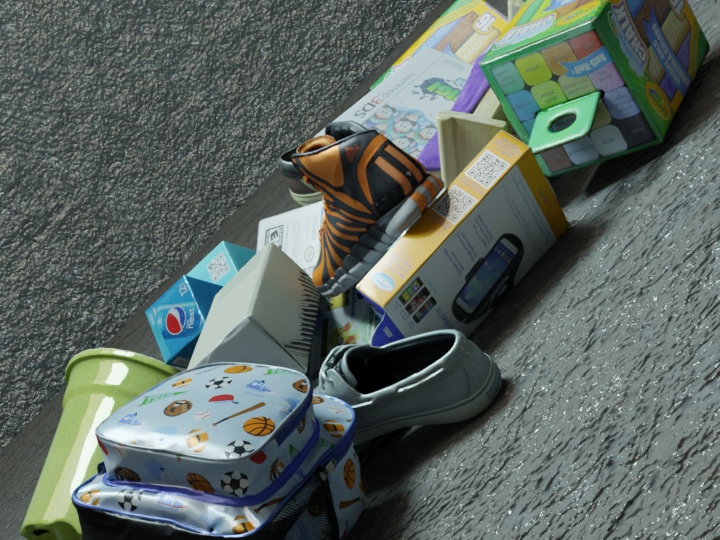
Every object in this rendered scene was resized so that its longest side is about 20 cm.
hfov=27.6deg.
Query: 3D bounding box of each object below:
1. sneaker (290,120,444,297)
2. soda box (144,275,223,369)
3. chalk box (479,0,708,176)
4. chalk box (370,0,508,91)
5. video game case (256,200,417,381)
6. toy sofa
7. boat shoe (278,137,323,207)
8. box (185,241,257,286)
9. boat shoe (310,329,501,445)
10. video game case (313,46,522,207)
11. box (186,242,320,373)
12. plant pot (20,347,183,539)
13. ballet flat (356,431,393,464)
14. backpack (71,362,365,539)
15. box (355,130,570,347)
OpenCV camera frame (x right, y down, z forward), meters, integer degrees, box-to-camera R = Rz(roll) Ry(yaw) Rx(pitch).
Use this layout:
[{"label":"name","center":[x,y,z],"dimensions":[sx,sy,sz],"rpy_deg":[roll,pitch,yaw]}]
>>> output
[{"label":"sneaker","center":[-0.014,-0.060,1.234],"dimensions":[0.078,0.112,0.200],"rpy_deg":[-47,0,-38]},{"label":"soda box","center":[-0.125,0.067,1.513],"dimensions":[0.064,0.068,0.200],"rpy_deg":[-40,-31,21]},{"label":"chalk box","center":[0.194,-0.172,1.252],"dimensions":[0.124,0.124,0.200],"rpy_deg":[-16,27,40]},{"label":"chalk box","center":[0.105,-0.176,1.586],"dimensions":[0.200,0.124,0.124],"rpy_deg":[-44,47,2]},{"label":"video game case","center":[-0.026,0.025,1.334],"dimensions":[0.181,0.022,0.201],"rpy_deg":[-16,59,34]},{"label":"toy sofa","center":[0.122,-0.166,1.367],"dimensions":[0.083,0.097,0.200],"rpy_deg":[83,-151,-43]},{"label":"boat shoe","center":[0.011,-0.124,1.481],"dimensions":[0.200,0.066,0.072],"rpy_deg":[-20,44,16]},{"label":"box","center":[-0.103,0.030,1.595],"dimensions":[0.082,0.049,0.200],"rpy_deg":[-41,-32,22]},{"label":"boat shoe","center":[0.008,0.083,1.111],"dimensions":[0.200,0.072,0.070],"rpy_deg":[-16,37,32]},{"label":"video game case","center":[0.086,-0.133,1.413],"dimensions":[0.182,0.199,0.024],"rpy_deg":[-41,-36,-31]},{"label":"box","center":[-0.087,0.051,1.239],"dimensions":[0.082,0.068,0.200],"rpy_deg":[-44,12,15]},{"label":"plant pot","center":[-0.242,0.211,1.472],"dimensions":[0.200,0.200,0.185],"rpy_deg":[-32,29,50]},{"label":"ballet flat","center":[-0.038,0.163,1.188],"dimensions":[0.200,0.068,0.075],"rpy_deg":[-42,-12,-15]},{"label":"backpack","center":[-0.091,0.149,1.047],"dimensions":[0.199,0.155,0.190],"rpy_deg":[10,20,26]},{"label":"box","center":[0.079,-0.005,1.201],"dimensions":[0.200,0.119,0.041],"rpy_deg":[-45,51,-7]}]
